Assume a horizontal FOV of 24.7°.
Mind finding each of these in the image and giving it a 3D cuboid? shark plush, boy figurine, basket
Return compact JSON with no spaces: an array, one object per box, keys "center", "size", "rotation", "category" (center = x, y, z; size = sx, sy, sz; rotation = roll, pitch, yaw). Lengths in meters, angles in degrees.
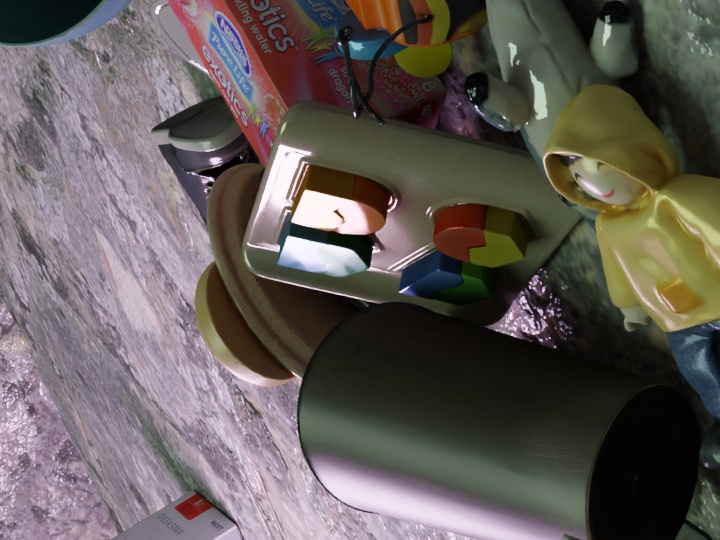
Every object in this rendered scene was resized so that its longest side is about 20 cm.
[{"center":[0.123,-0.079,0.877],"size":[0.200,0.091,0.083],"rotation":[49,-172,-29],"category":"shark plush"},{"center":[0.161,-0.001,0.814],"size":[0.201,0.064,0.124],"rotation":[58,152,-13],"category":"boy figurine"},{"center":[0.090,0.104,0.994],"size":[0.199,0.179,0.138],"rotation":[11,85,44],"category":"basket"}]

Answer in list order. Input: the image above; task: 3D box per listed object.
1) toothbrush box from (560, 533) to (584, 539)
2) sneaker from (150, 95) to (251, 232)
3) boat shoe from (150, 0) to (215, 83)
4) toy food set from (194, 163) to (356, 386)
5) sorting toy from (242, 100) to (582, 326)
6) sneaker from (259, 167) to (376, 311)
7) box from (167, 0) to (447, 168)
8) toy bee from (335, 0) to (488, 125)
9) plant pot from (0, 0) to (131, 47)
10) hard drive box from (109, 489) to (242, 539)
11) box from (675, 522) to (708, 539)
[{"center":[0.189,0.232,0.889],"size":[0.199,0.087,0.145],"rotation":[21,-167,-44],"category":"toothbrush box"},{"center":[-0.110,-0.086,1.375],"size":[0.107,0.074,0.200],"rotation":[61,169,-13],"category":"sneaker"},{"center":[-0.073,-0.146,1.184],"size":[0.074,0.062,0.200],"rotation":[-3,140,46],"category":"boat shoe"},{"center":[-0.044,0.013,1.204],"size":[0.197,0.048,0.202],"rotation":[30,-142,-40],"category":"toy food set"},{"center":[0.026,-0.022,1.000],"size":[0.200,0.183,0.037],"rotation":[115,166,-63],"category":"sorting toy"},{"center":[0.000,0.000,1.183],"size":[0.200,0.076,0.088],"rotation":[46,166,14],"category":"sneaker"},{"center":[-0.041,-0.151,1.051],"size":[0.201,0.102,0.095],"rotation":[60,160,17],"category":"box"},{"center":[0.034,-0.152,0.917],"size":[0.131,0.107,0.202],"rotation":[78,180,-57],"category":"toy bee"},{"center":[-0.236,-0.272,1.293],"size":[0.201,0.199,0.135],"rotation":[58,-163,8],"category":"plant pot"},{"center":[-0.262,0.391,2.162],"size":[0.155,0.199,0.077],"rotation":[20,135,59],"category":"hard drive box"},{"center":[0.137,0.168,1.087],"size":[0.200,0.082,0.050],"rotation":[35,148,51],"category":"box"}]
